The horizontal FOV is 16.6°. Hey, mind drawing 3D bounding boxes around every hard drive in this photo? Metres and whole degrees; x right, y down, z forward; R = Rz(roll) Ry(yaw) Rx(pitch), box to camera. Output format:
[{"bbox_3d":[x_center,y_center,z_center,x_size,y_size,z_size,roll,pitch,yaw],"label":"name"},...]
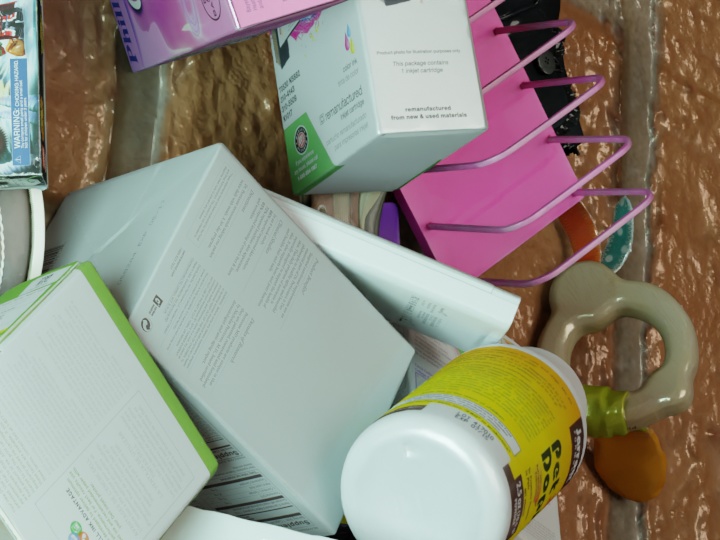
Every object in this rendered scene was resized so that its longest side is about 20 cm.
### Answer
[{"bbox_3d":[0.000,0.000,1.599,0.200,0.132,0.026,23,78,0],"label":"hard drive"}]

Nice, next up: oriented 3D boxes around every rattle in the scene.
[{"bbox_3d":[0.203,0.055,1.925,0.143,0.130,0.200,38,27,-47],"label":"rattle"}]

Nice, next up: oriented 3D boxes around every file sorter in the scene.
[{"bbox_3d":[0.100,-0.103,1.752,0.139,0.125,0.200,-36,109,-26],"label":"file sorter"}]

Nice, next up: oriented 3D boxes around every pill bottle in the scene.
[{"bbox_3d":[0.073,0.112,1.537,0.200,0.109,0.109,-33,105,-61],"label":"pill bottle"}]

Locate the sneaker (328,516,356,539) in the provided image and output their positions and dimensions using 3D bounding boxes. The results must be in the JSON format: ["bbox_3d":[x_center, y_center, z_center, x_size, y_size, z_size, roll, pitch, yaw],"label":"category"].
[{"bbox_3d":[0.024,0.153,1.706,0.200,0.066,0.079,17,64,-44],"label":"sneaker"}]

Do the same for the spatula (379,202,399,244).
[{"bbox_3d":[-0.006,-0.082,1.766,0.056,0.021,0.200,-18,92,-53],"label":"spatula"}]

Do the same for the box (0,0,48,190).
[{"bbox_3d":[-0.254,-0.145,1.443,0.040,0.137,0.200,95,-9,-79],"label":"box"}]

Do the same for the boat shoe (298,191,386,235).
[{"bbox_3d":[-0.026,-0.018,1.702,0.074,0.076,0.200,8,82,-12],"label":"boat shoe"}]

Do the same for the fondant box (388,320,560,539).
[{"bbox_3d":[0.065,0.110,1.704,0.144,0.058,0.200,36,33,-27],"label":"fondant box"}]

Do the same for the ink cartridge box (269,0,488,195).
[{"bbox_3d":[0.003,-0.165,1.614,0.084,0.145,0.200,-4,77,-25],"label":"ink cartridge box"}]

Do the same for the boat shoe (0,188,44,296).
[{"bbox_3d":[-0.237,-0.073,1.483,0.059,0.072,0.200,-1,77,-42],"label":"boat shoe"}]

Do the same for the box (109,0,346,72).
[{"bbox_3d":[-0.098,-0.233,1.562,0.097,0.200,0.176,-19,95,-23],"label":"box"}]

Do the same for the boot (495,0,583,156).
[{"bbox_3d":[0.098,-0.173,1.860,0.200,0.076,0.168,12,67,-51],"label":"boot"}]

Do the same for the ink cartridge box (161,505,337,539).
[{"bbox_3d":[-0.051,0.230,1.482,0.200,0.145,0.084,78,26,-59],"label":"ink cartridge box"}]

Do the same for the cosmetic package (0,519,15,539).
[{"bbox_3d":[-0.210,0.121,1.445,0.200,0.087,0.103,49,46,-27],"label":"cosmetic package"}]

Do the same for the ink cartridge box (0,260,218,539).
[{"bbox_3d":[-0.183,0.110,1.340,0.148,0.076,0.200,59,37,-15],"label":"ink cartridge box"}]

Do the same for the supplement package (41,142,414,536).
[{"bbox_3d":[-0.101,0.055,1.532,0.200,0.151,0.152,47,49,-28],"label":"supplement package"}]
